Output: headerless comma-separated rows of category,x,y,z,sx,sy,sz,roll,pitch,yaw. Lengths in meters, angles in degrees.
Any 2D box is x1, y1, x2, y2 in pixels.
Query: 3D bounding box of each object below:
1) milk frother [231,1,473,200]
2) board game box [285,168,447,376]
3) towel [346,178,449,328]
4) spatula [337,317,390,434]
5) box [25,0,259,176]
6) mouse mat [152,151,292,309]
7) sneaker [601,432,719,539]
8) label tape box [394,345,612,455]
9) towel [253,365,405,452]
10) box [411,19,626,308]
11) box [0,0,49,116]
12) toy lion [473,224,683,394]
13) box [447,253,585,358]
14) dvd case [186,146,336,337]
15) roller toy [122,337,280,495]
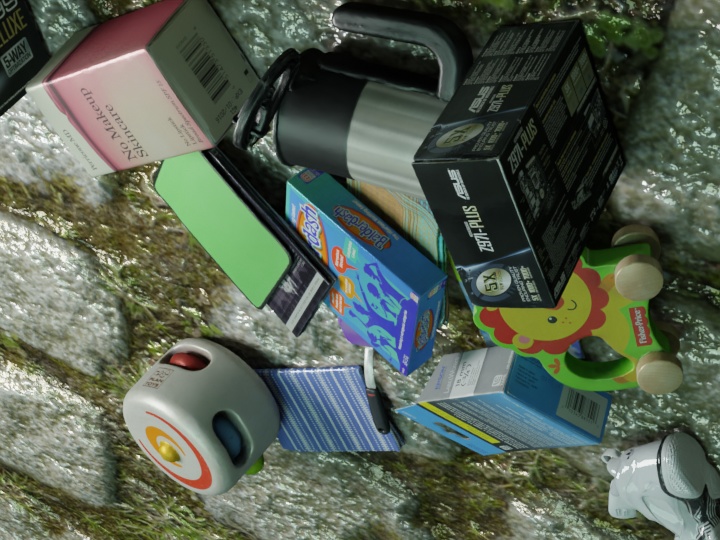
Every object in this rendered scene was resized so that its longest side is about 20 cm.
milk frother,0.004,-0.131,1.280,0.187,0.200,0.181,16,135,20
board game box,0.000,0.000,1.492,0.200,0.045,0.153,41,151,24
towel,0.036,-0.041,1.456,0.146,0.022,0.201,37,151,29
spatula,0.012,0.126,1.687,0.056,0.021,0.201,7,129,23
box,-0.225,-0.190,1.449,0.199,0.109,0.128,-9,127,40
mouse mat,-0.158,-0.055,1.575,0.200,0.008,0.161,50,151,5
sneaker,0.352,0.267,1.571,0.114,0.075,0.201,-11,120,42
label tape box,0.155,0.145,1.545,0.144,0.064,0.199,30,156,-26
towel,-0.050,0.177,1.801,0.199,0.024,0.145,-5,126,36
box,0.144,-0.093,1.220,0.086,0.201,0.164,1,133,34
box,-0.431,-0.225,1.482,0.049,0.200,0.158,15,139,30
toy lion,0.209,0.041,1.378,0.190,0.069,0.201,-10,126,16
box,0.158,0.002,1.438,0.121,0.048,0.201,1,132,35
dvd case,-0.114,-0.030,1.564,0.200,0.016,0.149,48,151,8
roller toy,-0.211,0.192,1.808,0.200,0.140,0.183,39,148,8
